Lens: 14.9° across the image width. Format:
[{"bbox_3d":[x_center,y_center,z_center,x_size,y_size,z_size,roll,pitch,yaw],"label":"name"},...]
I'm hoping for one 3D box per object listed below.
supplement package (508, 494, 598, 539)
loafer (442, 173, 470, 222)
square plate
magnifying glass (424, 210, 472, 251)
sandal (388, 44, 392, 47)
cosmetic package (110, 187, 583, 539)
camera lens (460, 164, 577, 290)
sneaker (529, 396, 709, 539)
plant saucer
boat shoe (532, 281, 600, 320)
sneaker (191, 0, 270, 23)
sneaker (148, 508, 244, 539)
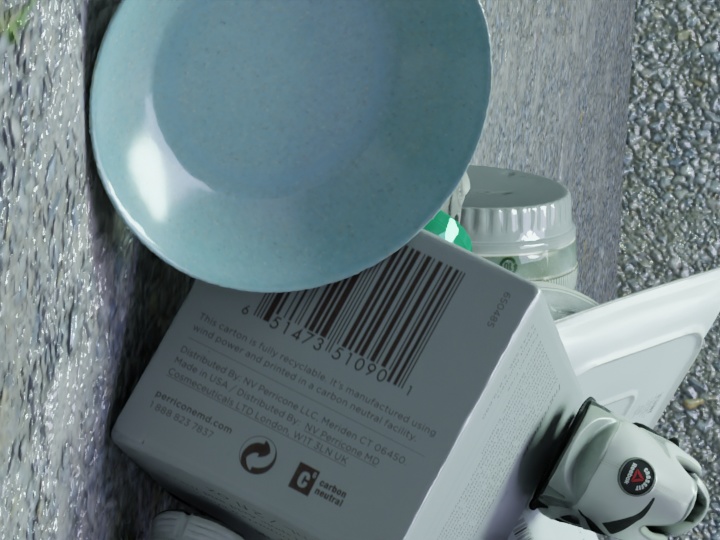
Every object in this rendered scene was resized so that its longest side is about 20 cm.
[{"bbox_3d":[0.067,0.177,1.611,0.201,0.111,0.156,66,20,4],"label":"supplement package"},{"bbox_3d":[0.029,-0.054,1.612,0.070,0.070,0.200,-45,158,-32],"label":"loafer"},{"bbox_3d":[0.143,0.093,1.776,0.198,0.028,0.200,-15,143,-43],"label":"square plate"},{"bbox_3d":[0.000,0.000,1.604,0.200,0.079,0.022,-33,-149,62],"label":"magnifying glass"},{"bbox_3d":[0.011,-0.129,1.382,0.079,0.059,0.207,-60,161,-62],"label":"sandal"},{"bbox_3d":[0.000,0.074,1.432,0.165,0.164,0.200,-61,161,-11],"label":"cosmetic package"},{"bbox_3d":[0.063,0.040,1.859,0.160,0.159,0.201,-46,141,-72],"label":"camera lens"},{"bbox_3d":[0.146,0.119,1.524,0.074,0.088,0.200,-63,177,1],"label":"sneaker"},{"bbox_3d":[-0.036,-0.088,1.313,0.039,0.200,0.202,-132,-141,-60],"label":"plant saucer"},{"bbox_3d":[0.088,0.042,1.735,0.200,0.068,0.072,12,101,-35],"label":"boat shoe"},{"bbox_3d":[-0.050,-0.134,1.403,0.200,0.081,0.089,-30,127,-73],"label":"sneaker"},{"bbox_3d":[-0.092,0.218,1.428,0.090,0.078,0.200,-62,151,-42],"label":"sneaker"}]
